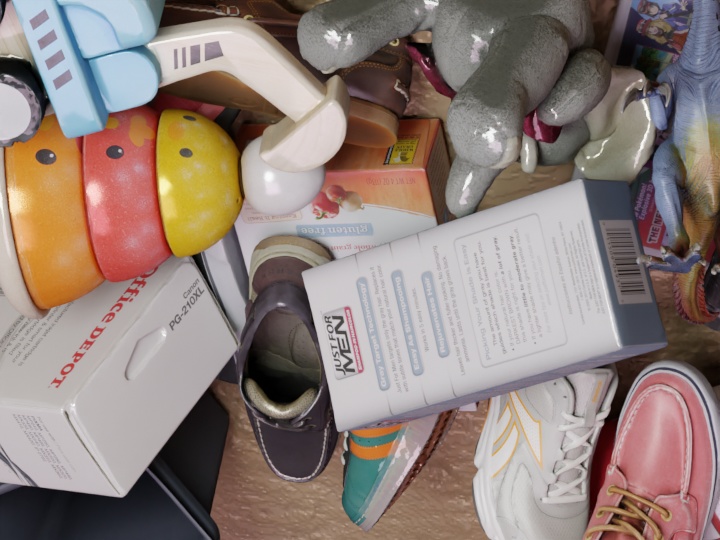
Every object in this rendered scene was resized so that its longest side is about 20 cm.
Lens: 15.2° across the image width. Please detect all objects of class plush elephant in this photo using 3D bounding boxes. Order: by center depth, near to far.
[{"bbox_3d":[0.082,-0.105,1.542,0.164,0.200,0.155,26,145,32],"label":"plush elephant"}]

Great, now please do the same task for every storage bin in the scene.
[{"bbox_3d":[-0.177,0.148,1.848,0.199,0.135,0.146,-22,121,30],"label":"storage bin"}]

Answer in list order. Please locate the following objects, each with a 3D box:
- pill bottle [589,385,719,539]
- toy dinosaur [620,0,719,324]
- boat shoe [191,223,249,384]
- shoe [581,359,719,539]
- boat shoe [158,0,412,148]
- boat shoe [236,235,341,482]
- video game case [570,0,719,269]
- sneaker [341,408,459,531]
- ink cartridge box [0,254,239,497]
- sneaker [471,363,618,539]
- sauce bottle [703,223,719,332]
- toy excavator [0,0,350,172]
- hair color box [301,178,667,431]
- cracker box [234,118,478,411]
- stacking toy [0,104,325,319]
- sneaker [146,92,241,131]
[{"bbox_3d":[0.211,0.140,1.750,0.199,0.113,0.112,-20,122,29],"label":"pill bottle"},{"bbox_3d":[0.181,-0.087,1.533,0.104,0.183,0.200,1,159,-15],"label":"toy dinosaur"},{"bbox_3d":[-0.095,0.001,1.746,0.056,0.069,0.201,1,132,15],"label":"boat shoe"},{"bbox_3d":[0.172,0.159,1.657,0.071,0.091,0.201,14,107,24],"label":"shoe"},{"bbox_3d":[-0.066,-0.132,1.614,0.199,0.071,0.070,15,165,-12],"label":"boat shoe"},{"bbox_3d":[-0.048,0.068,1.714,0.071,0.065,0.201,10,134,7],"label":"boat shoe"},{"bbox_3d":[0.226,-0.079,1.620,0.181,0.023,0.201,14,133,3],"label":"video game case"},{"bbox_3d":[0.017,0.079,1.707,0.080,0.071,0.201,33,131,12],"label":"sneaker"},{"bbox_3d":[-0.199,0.060,1.732,0.199,0.145,0.085,3,134,40],"label":"ink cartridge box"},{"bbox_3d":[0.121,0.097,1.684,0.075,0.201,0.092,-1,172,-37],"label":"sneaker"},{"bbox_3d":[0.245,-0.044,1.587,0.064,0.065,0.201,17,132,1],"label":"sauce bottle"},{"bbox_3d":[-0.123,-0.128,1.516,0.199,0.100,0.195,-13,118,12],"label":"toy excavator"},{"bbox_3d":[0.070,0.022,1.567,0.199,0.061,0.100,-18,81,32],"label":"hair color box"},{"bbox_3d":[0.000,0.000,1.725,0.133,0.058,0.201,-1,130,17],"label":"cracker box"},{"bbox_3d":[-0.119,-0.053,1.598,0.199,0.147,0.147,-7,129,4],"label":"stacking toy"},{"bbox_3d":[-0.167,-0.095,1.678,0.199,0.074,0.087,-14,123,26],"label":"sneaker"}]
